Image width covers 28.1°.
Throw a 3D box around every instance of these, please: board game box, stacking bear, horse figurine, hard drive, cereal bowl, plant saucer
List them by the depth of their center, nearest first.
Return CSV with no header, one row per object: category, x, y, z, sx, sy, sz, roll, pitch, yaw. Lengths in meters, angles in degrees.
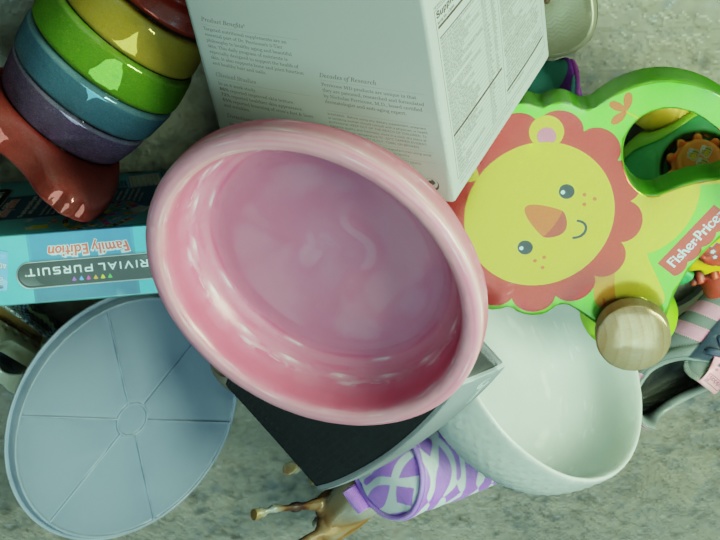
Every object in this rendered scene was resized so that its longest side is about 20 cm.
plant saucer,-0.021,-0.003,0.807,0.200,0.051,0.201,13,130,16
stacking bear,-0.139,-0.148,0.866,0.121,0.114,0.200,41,108,-2
board game box,-0.168,-0.024,0.935,0.199,0.151,0.047,-5,107,0
hard drive,-0.008,0.067,0.942,0.135,0.042,0.200,48,138,1
cereal bowl,0.104,0.067,1.016,0.200,0.201,0.083,33,137,-28
horse figurine,-0.012,0.171,1.134,0.132,0.050,0.200,-5,144,-35

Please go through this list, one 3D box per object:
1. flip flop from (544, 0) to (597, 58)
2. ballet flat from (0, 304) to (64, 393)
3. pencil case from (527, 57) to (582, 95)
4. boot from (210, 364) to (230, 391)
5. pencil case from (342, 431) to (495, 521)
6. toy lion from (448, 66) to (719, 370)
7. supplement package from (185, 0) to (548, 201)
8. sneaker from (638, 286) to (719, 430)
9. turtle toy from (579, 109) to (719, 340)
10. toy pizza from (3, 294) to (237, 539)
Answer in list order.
flip flop,0.087,-0.205,0.865,0.081,0.058,0.200,-19,129,11
ballet flat,-0.271,0.043,1.042,0.200,0.074,0.074,32,121,-27
pencil case,0.048,-0.094,0.937,0.199,0.086,0.092,-3,175,-4
boot,-0.021,0.030,1.060,0.199,0.070,0.146,-19,138,4
pencil case,0.079,0.132,1.081,0.199,0.084,0.086,-9,140,-42
toy lion,0.145,-0.046,0.890,0.191,0.069,0.200,37,112,-13
supplement package,0.003,-0.171,0.794,0.151,0.151,0.201,12,136,26
sneaker,0.274,0.049,1.079,0.070,0.082,0.200,33,120,-27
turtle toy,0.220,-0.028,0.990,0.145,0.101,0.200,23,120,-22
toy pizza,-0.177,0.105,1.068,0.200,0.032,0.201,-19,121,-35
